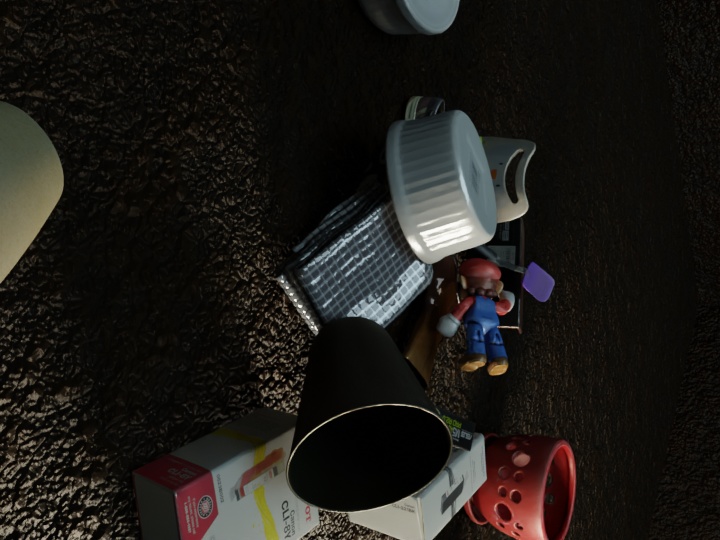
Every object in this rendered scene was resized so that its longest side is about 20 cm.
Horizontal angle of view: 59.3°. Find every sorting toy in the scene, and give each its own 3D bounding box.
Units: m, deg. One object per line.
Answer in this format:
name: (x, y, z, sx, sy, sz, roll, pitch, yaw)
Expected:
sorting toy: (0.213, -0.157, 1.092, 0.106, 0.178, 0.203, 21, 75, -51)

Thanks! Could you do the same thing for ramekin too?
ramekin: (0.066, -0.454, 0.955, 0.201, 0.093, 0.206, -3, 94, -52)
ramekin: (0.116, -0.119, 0.866, 0.200, 0.096, 0.203, 42, 42, -52)

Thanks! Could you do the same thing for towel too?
towel: (0.000, 0.000, 0.858, 0.200, 0.085, 0.167, -43, 126, -20)

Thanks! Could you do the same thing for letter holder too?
letter holder: (0.258, 0.017, 1.191, 0.142, 0.099, 0.203, 37, 56, -66)

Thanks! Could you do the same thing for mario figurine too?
mario figurine: (0.196, 0.075, 1.059, 0.123, 0.105, 0.203, 35, 48, -44)

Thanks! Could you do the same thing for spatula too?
spatula: (0.250, -0.014, 1.097, 0.198, 0.021, 0.057, 31, 64, 0)

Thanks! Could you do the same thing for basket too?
basket: (-0.002, 0.153, 0.741, 0.201, 0.178, 0.138, -106, 178, -64)

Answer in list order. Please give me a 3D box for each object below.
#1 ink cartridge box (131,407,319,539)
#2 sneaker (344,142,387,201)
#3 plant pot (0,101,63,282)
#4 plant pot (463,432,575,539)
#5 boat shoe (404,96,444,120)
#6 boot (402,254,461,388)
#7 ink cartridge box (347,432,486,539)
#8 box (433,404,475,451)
ink cartridge box: (-0.145, 0.263, 0.725, 0.199, 0.082, 0.148, -18, 106, -51)
sneaker: (0.052, -0.135, 0.975, 0.201, 0.076, 0.089, -51, 132, -27)
plant pot: (-0.311, -0.040, 0.437, 0.201, 0.185, 0.190, -56, 134, -53)
plant pot: (0.309, 0.419, 1.246, 0.199, 0.180, 0.204, -4, 95, -51)
boat shoe: (0.108, -0.188, 1.047, 0.071, 0.064, 0.204, 1, 92, -54)
boot: (0.102, 0.066, 1.061, 0.201, 0.068, 0.190, -60, 146, -33)
ink cartridge box: (0.087, 0.320, 0.982, 0.199, 0.143, 0.085, -21, 108, -50)
box: (0.055, 0.213, 0.922, 0.199, 0.158, 0.045, 34, 64, -48)
